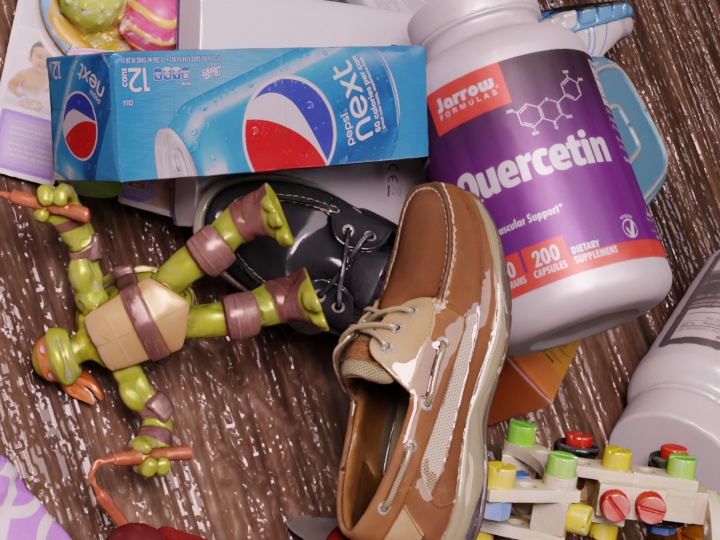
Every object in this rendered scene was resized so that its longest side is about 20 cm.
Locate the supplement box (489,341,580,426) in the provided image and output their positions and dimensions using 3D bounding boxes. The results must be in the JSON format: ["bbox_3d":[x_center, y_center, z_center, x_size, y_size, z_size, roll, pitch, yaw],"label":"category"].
[{"bbox_3d":[0.121,0.007,1.032,0.069,0.067,0.200,45,50,-17],"label":"supplement box"}]

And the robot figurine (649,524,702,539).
[{"bbox_3d":[0.228,0.255,0.981,0.145,0.058,0.200,43,25,-18],"label":"robot figurine"}]

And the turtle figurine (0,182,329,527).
[{"bbox_3d":[-0.102,0.031,0.805,0.161,0.064,0.200,-22,97,-2],"label":"turtle figurine"}]

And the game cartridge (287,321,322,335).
[{"bbox_3d":[-0.043,-0.067,0.947,0.133,0.041,0.200,-28,91,-47],"label":"game cartridge"}]

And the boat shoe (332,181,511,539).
[{"bbox_3d":[0.027,0.050,0.801,0.074,0.076,0.200,14,72,-32],"label":"boat shoe"}]

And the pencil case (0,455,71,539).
[{"bbox_3d":[-0.142,0.177,0.722,0.084,0.085,0.200,-43,102,-32],"label":"pencil case"}]

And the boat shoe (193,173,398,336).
[{"bbox_3d":[-0.001,0.002,0.872,0.199,0.066,0.075,31,82,-36],"label":"boat shoe"}]

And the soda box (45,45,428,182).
[{"bbox_3d":[-0.060,-0.084,0.813,0.200,0.068,0.064,-9,99,-39],"label":"soda box"}]

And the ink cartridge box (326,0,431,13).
[{"bbox_3d":[0.004,-0.221,1.018,0.163,0.057,0.200,43,34,-45],"label":"ink cartridge box"}]

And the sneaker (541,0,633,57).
[{"bbox_3d":[0.133,-0.141,1.116,0.200,0.075,0.087,-26,106,-43],"label":"sneaker"}]

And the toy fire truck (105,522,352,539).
[{"bbox_3d":[-0.041,0.178,0.744,0.168,0.200,0.112,35,91,-26],"label":"toy fire truck"}]

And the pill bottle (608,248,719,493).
[{"bbox_3d":[0.254,0.076,1.083,0.113,0.113,0.200,52,48,-10],"label":"pill bottle"}]

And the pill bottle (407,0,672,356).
[{"bbox_3d":[0.093,-0.060,0.879,0.112,0.112,0.200,-7,73,-42],"label":"pill bottle"}]

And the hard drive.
[{"bbox_3d":[-0.019,-0.090,0.909,0.200,0.025,0.132,0,93,-40],"label":"hard drive"}]

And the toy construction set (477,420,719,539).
[{"bbox_3d":[0.159,0.149,0.945,0.200,0.131,0.092,22,98,-2],"label":"toy construction set"}]

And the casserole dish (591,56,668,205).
[{"bbox_3d":[0.140,-0.070,1.006,0.200,0.039,0.121,-40,103,-44],"label":"casserole dish"}]

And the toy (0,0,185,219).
[{"bbox_3d":[-0.132,-0.138,0.867,0.115,0.047,0.200,14,72,-19],"label":"toy"}]

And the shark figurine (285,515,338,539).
[{"bbox_3d":[0.036,0.232,0.860,0.215,0.089,0.128,55,13,-18],"label":"shark figurine"}]
